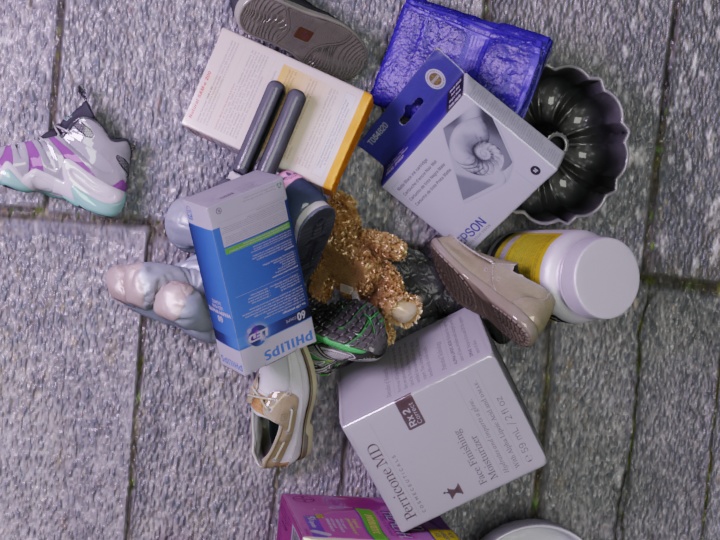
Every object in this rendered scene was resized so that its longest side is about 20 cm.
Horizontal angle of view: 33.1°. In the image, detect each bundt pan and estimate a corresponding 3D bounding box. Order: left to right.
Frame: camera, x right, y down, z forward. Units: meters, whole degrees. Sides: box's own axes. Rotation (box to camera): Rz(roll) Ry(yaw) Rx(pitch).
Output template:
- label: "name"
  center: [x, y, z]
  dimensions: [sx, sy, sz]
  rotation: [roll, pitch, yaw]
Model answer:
- label: "bundt pan"
  center: [0.239, -0.159, 1.546]
  dimensions: [0.199, 0.076, 0.205]
  rotation: [-1, 95, -12]

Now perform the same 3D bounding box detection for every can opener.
- label: "can opener"
  center: [-0.121, -0.121, 1.377]
  dimensions: [0.053, 0.067, 0.202]
  rotation: [23, 88, 5]

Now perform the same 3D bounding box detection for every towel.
- label: "towel"
  center: [0.120, -0.245, 1.480]
  dimensions: [0.198, 0.050, 0.149]
  rotation: [21, 90, 19]

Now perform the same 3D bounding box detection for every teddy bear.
- label: "teddy bear"
  center: [0.000, 0.000, 1.495]
  dimensions: [0.200, 0.066, 0.146]
  rotation: [41, 123, 22]

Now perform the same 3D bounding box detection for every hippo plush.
- label: "hippo plush"
  center: [-0.185, -0.007, 1.430]
  dimensions: [0.198, 0.159, 0.162]
  rotation: [24, 80, 4]

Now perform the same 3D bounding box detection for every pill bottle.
- label: "pill bottle"
  center: [0.246, 0.006, 1.492]
  dimensions: [0.113, 0.200, 0.116]
  rotation: [-1, 92, -24]

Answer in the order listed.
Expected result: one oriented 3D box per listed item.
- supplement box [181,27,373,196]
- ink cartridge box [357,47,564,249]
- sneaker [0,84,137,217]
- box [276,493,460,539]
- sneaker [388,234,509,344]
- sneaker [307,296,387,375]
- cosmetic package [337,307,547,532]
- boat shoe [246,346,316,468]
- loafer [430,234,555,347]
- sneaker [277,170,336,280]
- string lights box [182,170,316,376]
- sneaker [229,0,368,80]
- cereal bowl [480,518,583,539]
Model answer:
- label: "supplement box"
  center: [-0.098, -0.188, 1.451]
  dimensions: [0.198, 0.074, 0.127]
  rotation: [25, 88, 2]
- label: "ink cartridge box"
  center: [0.112, -0.138, 1.465]
  dimensions: [0.199, 0.200, 0.041]
  rotation: [38, 46, -5]
- label: "sneaker"
  center: [-0.361, -0.156, 1.428]
  dimensions: [0.198, 0.078, 0.142]
  rotation: [16, 90, -22]
- label: "box"
  center: [0.006, 0.350, 1.496]
  dimensions: [0.197, 0.176, 0.098]
  rotation: [6, 95, -12]
- label: "sneaker"
  center: [0.100, 0.036, 1.548]
  dimensions: [0.104, 0.060, 0.201]
  rotation: [-38, 96, -7]
- label: "sneaker"
  center: [-0.030, 0.084, 1.464]
  dimensions: [0.078, 0.199, 0.086]
  rotation: [-34, 112, -28]
- label: "cosmetic package"
  center: [0.095, 0.176, 1.476]
  dimensions: [0.198, 0.165, 0.166]
  rotation: [-27, 108, 6]
- label: "boat shoe"
  center: [-0.100, 0.157, 1.474]
  dimensions: [0.068, 0.074, 0.202]
  rotation: [-22, 124, -33]
- label: "loafer"
  center: [0.159, 0.016, 1.454]
  dimensions: [0.068, 0.200, 0.076]
  rotation: [-34, 140, -16]
- label: "sneaker"
  center: [-0.089, -0.040, 1.458]
  dimensions: [0.070, 0.201, 0.082]
  rotation: [-22, 65, -37]
- label: "string lights box"
  center: [-0.121, 0.003, 1.345]
  dimensions: [0.102, 0.059, 0.202]
  rotation: [-24, 116, -31]
- label: "sneaker"
  center: [-0.076, -0.311, 1.471]
  dimensions: [0.199, 0.107, 0.075]
  rotation: [24, 120, -39]
- label: "cereal bowl"
  center: [0.217, 0.420, 1.595]
  dimensions: [0.197, 0.083, 0.203]
  rotation: [-1, 96, -12]
